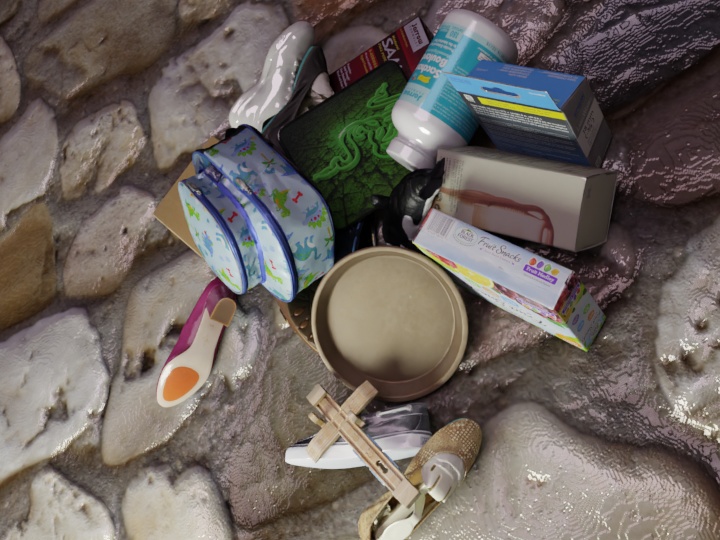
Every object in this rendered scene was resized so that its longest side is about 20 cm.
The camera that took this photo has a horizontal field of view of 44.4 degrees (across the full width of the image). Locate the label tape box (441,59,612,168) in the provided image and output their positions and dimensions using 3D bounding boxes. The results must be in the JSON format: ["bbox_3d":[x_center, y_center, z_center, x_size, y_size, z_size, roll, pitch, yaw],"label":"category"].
[{"bbox_3d":[0.203,-0.196,1.045,0.142,0.200,0.064,20,79,35],"label":"label tape box"}]

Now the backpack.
[{"bbox_3d":[-0.133,-0.057,1.140,0.146,0.185,0.199,-37,58,-24],"label":"backpack"}]

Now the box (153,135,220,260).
[{"bbox_3d":[-0.222,-0.106,1.378,0.199,0.021,0.165,35,86,38],"label":"box"}]

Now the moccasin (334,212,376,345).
[{"bbox_3d":[0.000,0.000,1.168,0.067,0.080,0.204,-24,61,23],"label":"moccasin"}]

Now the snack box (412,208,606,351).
[{"bbox_3d":[0.172,0.010,1.019,0.198,0.142,0.054,29,85,37],"label":"snack box"}]

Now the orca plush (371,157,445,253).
[{"bbox_3d":[0.048,-0.074,1.095,0.069,0.200,0.108,4,83,-8],"label":"orca plush"}]

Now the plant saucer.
[{"bbox_3d":[0.036,0.065,1.089,0.195,0.030,0.205,4,108,11],"label":"plant saucer"}]

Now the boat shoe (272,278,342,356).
[{"bbox_3d":[-0.074,0.049,1.207,0.071,0.068,0.201,-27,51,-15],"label":"boat shoe"}]

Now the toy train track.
[{"bbox_3d":[-0.004,0.200,1.037,0.115,0.033,0.200,-47,53,-2],"label":"toy train track"}]

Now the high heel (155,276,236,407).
[{"bbox_3d":[-0.243,0.105,1.308,0.201,0.067,0.096,-53,25,8],"label":"high heel"}]

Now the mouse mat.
[{"bbox_3d":[0.006,-0.168,1.188,0.198,0.008,0.163,-33,92,-8],"label":"mouse mat"}]

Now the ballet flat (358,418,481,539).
[{"bbox_3d":[0.074,0.260,1.024,0.201,0.070,0.065,-51,15,12],"label":"ballet flat"}]

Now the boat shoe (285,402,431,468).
[{"bbox_3d":[-0.005,0.203,1.097,0.196,0.072,0.069,-15,64,25],"label":"boat shoe"}]

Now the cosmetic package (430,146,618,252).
[{"bbox_3d":[0.193,-0.090,1.059,0.197,0.102,0.089,16,107,36],"label":"cosmetic package"}]

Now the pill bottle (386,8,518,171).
[{"bbox_3d":[0.112,-0.223,1.140,0.110,0.110,0.202,30,90,36],"label":"pill bottle"}]

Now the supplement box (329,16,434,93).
[{"bbox_3d":[0.028,-0.259,1.266,0.198,0.061,0.110,-30,58,18],"label":"supplement box"}]

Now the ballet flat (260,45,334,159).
[{"bbox_3d":[-0.077,-0.225,1.238,0.067,0.068,0.203,21,68,11],"label":"ballet flat"}]

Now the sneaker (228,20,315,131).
[{"bbox_3d":[-0.117,-0.285,1.370,0.088,0.075,0.202,38,99,24],"label":"sneaker"}]
